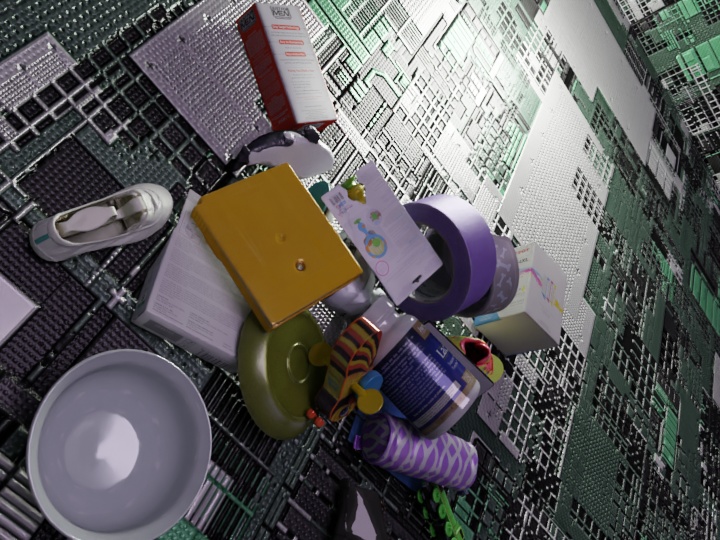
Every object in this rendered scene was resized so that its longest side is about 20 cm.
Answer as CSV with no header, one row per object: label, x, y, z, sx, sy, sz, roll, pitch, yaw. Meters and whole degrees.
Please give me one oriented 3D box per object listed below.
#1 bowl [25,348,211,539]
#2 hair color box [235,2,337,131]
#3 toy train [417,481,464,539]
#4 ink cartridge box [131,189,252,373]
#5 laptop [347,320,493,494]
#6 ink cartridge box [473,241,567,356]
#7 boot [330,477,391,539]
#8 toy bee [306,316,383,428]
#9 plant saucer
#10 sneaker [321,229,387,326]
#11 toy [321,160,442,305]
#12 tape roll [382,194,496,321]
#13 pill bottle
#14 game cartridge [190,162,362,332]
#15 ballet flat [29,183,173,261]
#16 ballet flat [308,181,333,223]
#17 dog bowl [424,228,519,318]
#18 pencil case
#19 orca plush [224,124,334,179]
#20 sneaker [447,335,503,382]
bowl,-0.270,0.193,0.711,0.199,0.090,0.205,17,65,-40
hair color box,-0.120,-0.328,1.072,0.101,0.061,0.203,-18,90,-47
toy train,0.143,0.430,1.068,0.056,0.041,0.203,-30,103,-56
ink cartridge box,-0.203,0.014,0.884,0.160,0.050,0.202,34,45,-32
laptop,0.104,0.226,1.062,0.187,0.199,0.116,42,16,-26
ink cartridge box,0.331,0.049,1.340,0.125,0.128,0.202,39,51,-28
boot,0.039,0.402,0.962,0.199,0.077,0.140,35,49,-33
toy bee,-0.021,0.167,0.899,0.108,0.130,0.203,-28,120,-35
plant saucer,-0.095,0.131,0.912,0.199,0.031,0.204,26,59,-55
sneaker,0.000,0.000,1.067,0.115,0.075,0.201,49,52,-21
toy,0.029,-0.057,1.023,0.115,0.047,0.201,-38,99,-28
tape roll,0.124,-0.022,1.105,0.084,0.199,0.203,-22,91,-46
pill bottle,0.071,0.140,0.967,0.200,0.116,0.116,45,46,4
game cartridge,-0.115,-0.039,0.904,0.175,0.032,0.201,-29,79,-38
ballet flat,-0.298,-0.065,0.795,0.199,0.069,0.070,-31,97,-47
ballet flat,-0.077,-0.047,1.005,0.069,0.069,0.202,39,48,-28
dog bowl,0.187,-0.007,1.170,0.058,0.199,0.203,-23,92,-35
pencil case,0.093,0.282,1.013,0.198,0.085,0.085,28,61,-28
orca plush,-0.132,-0.184,1.027,0.198,0.071,0.106,-23,136,-38
sneaker,0.214,0.167,1.206,0.198,0.090,0.079,20,60,-41
